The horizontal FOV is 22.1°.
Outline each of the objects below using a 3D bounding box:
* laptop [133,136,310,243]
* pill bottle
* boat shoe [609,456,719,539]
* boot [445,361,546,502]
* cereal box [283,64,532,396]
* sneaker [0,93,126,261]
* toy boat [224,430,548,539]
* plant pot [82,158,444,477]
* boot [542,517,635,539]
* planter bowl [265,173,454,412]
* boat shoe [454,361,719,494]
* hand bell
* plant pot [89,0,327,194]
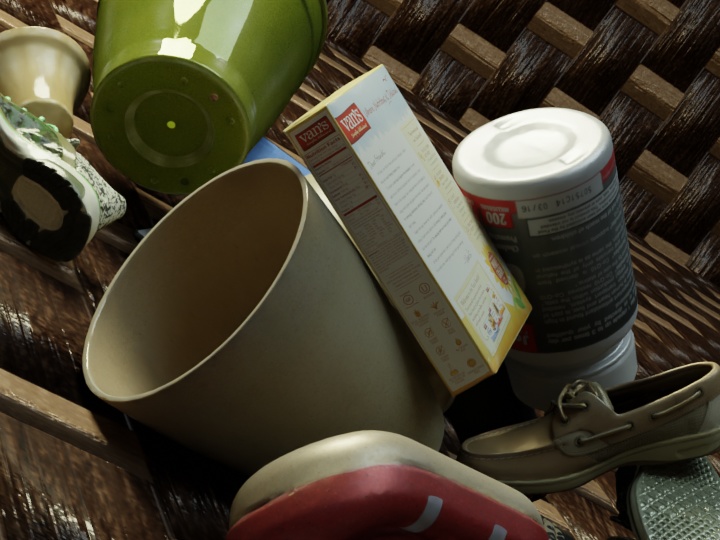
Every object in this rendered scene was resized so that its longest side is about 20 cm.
[{"bbox_3d":[-0.064,-0.021,1.523,0.187,0.116,0.200,36,5,2],"label":"laptop"},{"bbox_3d":[0.138,-0.004,1.327,0.114,0.113,0.201,-124,-163,-59],"label":"pill bottle"},{"bbox_3d":[0.218,0.167,1.319,0.074,0.062,0.200,10,23,-2],"label":"boat shoe"},{"bbox_3d":[0.093,0.122,1.480,0.073,0.200,0.151,-10,69,-22],"label":"boot"},{"bbox_3d":[0.036,-0.030,1.204,0.200,0.039,0.144,57,22,-5],"label":"cereal box"},{"bbox_3d":[-0.249,-0.089,1.354,0.200,0.077,0.089,47,26,13],"label":"sneaker"},{"bbox_3d":[0.016,0.179,1.045,0.200,0.130,0.131,27,44,-35],"label":"toy boat"},{"bbox_3d":[-0.042,0.064,1.184,0.200,0.187,0.187,44,7,-29],"label":"plant pot"},{"bbox_3d":[0.156,0.218,1.313,0.150,0.073,0.200,32,16,-12],"label":"boot"},{"bbox_3d":[0.000,0.000,1.343,0.199,0.135,0.200,19,-30,12],"label":"planter bowl"},{"bbox_3d":[0.160,0.107,1.302,0.199,0.065,0.071,-12,21,-5],"label":"boat shoe"},{"bbox_3d":[-0.243,-0.089,1.429,0.104,0.104,0.200,26,28,-38],"label":"hand bell"},{"bbox_3d":[-0.138,-0.168,1.516,0.200,0.200,0.193,33,34,-15],"label":"plant pot"}]
